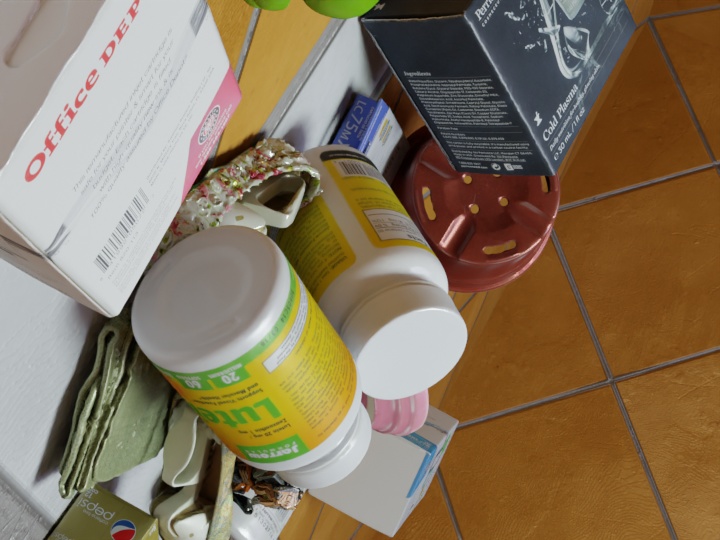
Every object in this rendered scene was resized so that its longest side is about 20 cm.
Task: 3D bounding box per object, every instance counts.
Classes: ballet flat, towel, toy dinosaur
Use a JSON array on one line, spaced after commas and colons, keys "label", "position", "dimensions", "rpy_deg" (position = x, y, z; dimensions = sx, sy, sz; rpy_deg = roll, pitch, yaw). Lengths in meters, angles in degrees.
[{"label": "ballet flat", "position": [-0.132, 0.164, 1.017], "dimensions": [0.071, 0.071, 0.200], "rpy_deg": [-43, 151, -60]}, {"label": "towel", "position": [-0.158, 0.080, 0.976], "dimensions": [0.149, 0.036, 0.200], "rpy_deg": [-68, 167, 13]}, {"label": "ballet flat", "position": [-0.086, -0.045, 0.958], "dimensions": [0.200, 0.064, 0.076], "rpy_deg": [-48, 159, -52]}, {"label": "toy dinosaur", "position": [-0.094, 0.121, 1.084], "dimensions": [0.102, 0.200, 0.136], "rpy_deg": [8, 105, -48]}]

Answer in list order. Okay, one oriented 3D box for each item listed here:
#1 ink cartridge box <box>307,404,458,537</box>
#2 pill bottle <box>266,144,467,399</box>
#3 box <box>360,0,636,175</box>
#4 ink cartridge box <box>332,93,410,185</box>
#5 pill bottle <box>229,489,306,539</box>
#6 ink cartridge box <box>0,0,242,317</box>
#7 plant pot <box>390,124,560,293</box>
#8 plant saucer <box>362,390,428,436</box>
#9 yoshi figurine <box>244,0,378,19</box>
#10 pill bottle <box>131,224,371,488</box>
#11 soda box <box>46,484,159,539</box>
[{"label": "ink cartridge box", "position": [0.038, 0.278, 1.976], "dimensions": [0.147, 0.146, 0.200], "rpy_deg": [-67, 168, 14]}, {"label": "pill bottle", "position": [0.000, 0.000, 1.046], "dimensions": [0.114, 0.200, 0.114], "rpy_deg": [-16, 136, -16]}, {"label": "box", "position": [0.131, -0.224, 1.187], "dimensions": [0.197, 0.124, 0.200], "rpy_deg": [52, 58, -37]}, {"label": "ink cartridge box", "position": [-0.003, -0.097, 1.267], "dimensions": [0.120, 0.042, 0.200], "rpy_deg": [-64, 171, -2]}, {"label": "pill bottle", "position": [-0.096, 0.174, 1.249], "dimensions": [0.200, 0.114, 0.114], "rpy_deg": [-57, 166, -31]}, {"label": "ink cartridge box", "position": [-0.136, -0.080, 0.614], "dimensions": [0.147, 0.083, 0.200], "rpy_deg": [-61, 169, -12]}, {"label": "plant pot", "position": [0.121, -0.076, 1.370], "dimensions": [0.201, 0.200, 0.195], "rpy_deg": [-64, 180, -1]}, {"label": "plant saucer", "position": [-0.008, 0.080, 1.306], "dimensions": [0.051, 0.201, 0.201], "rpy_deg": [-26, 152, -21]}, {"label": "yoshi figurine", "position": [-0.001, -0.242, 0.816], "dimensions": [0.200, 0.112, 0.112], "rpy_deg": [-62, 175, 3]}, {"label": "pill bottle", "position": [-0.065, 0.070, 0.911], "dimensions": [0.111, 0.111, 0.200], "rpy_deg": [-59, 142, -24]}, {"label": "soda box", "position": [-0.205, 0.253, 1.063], "dimensions": [0.068, 0.064, 0.200], "rpy_deg": [-56, 165, -32]}]
